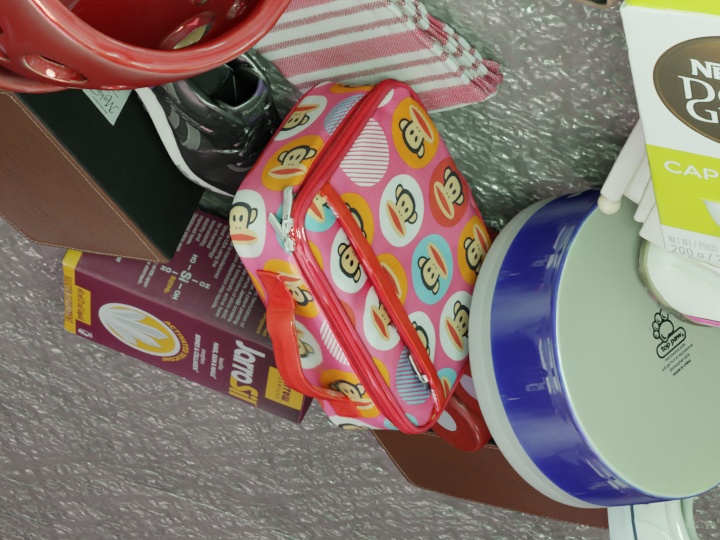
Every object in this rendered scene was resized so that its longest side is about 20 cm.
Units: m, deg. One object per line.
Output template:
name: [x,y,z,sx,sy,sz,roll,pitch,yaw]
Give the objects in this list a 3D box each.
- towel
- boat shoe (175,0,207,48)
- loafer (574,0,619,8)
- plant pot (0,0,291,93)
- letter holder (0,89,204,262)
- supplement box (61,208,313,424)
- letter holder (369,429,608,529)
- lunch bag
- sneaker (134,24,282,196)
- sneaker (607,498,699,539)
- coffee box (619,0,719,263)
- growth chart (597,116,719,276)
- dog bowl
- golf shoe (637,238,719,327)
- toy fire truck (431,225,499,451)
towel: [-0.023,-0.159,1.302,0.146,0.030,0.200,-5,143,48]
boat shoe: [-0.175,-0.185,1.304,0.199,0.072,0.072,30,162,12]
loafer: [0.055,-0.189,1.134,0.199,0.063,0.072,15,155,15]
plant pot: [-0.153,-0.193,1.144,0.200,0.201,0.182,38,157,-30]
letter holder: [-0.212,-0.106,1.455,0.141,0.101,0.200,6,150,35]
supplement box: [-0.115,0.023,1.594,0.199,0.086,0.111,22,151,5]
letter holder: [0.125,0.118,1.639,0.199,0.101,0.142,9,154,25]
lunch bag: [0.000,0.000,1.322,0.082,0.177,0.201,2,134,39]
sneaker: [-0.088,-0.102,1.379,0.087,0.076,0.200,25,163,44]
sneaker: [0.207,0.120,1.487,0.070,0.201,0.073,-8,165,17]
coffee box: [0.244,-0.122,0.952,0.198,0.201,0.198,11,153,20]
growth chart: [0.230,-0.027,1.209,0.199,0.018,0.145,29,147,-5]
dog bowl: [0.166,0.047,1.346,0.200,0.201,0.079,37,151,-29]
golf shoe: [0.265,0.008,1.310,0.199,0.073,0.092,16,170,-23]
toy fire truck: [0.067,0.021,1.502,0.168,0.112,0.200,43,158,5]
